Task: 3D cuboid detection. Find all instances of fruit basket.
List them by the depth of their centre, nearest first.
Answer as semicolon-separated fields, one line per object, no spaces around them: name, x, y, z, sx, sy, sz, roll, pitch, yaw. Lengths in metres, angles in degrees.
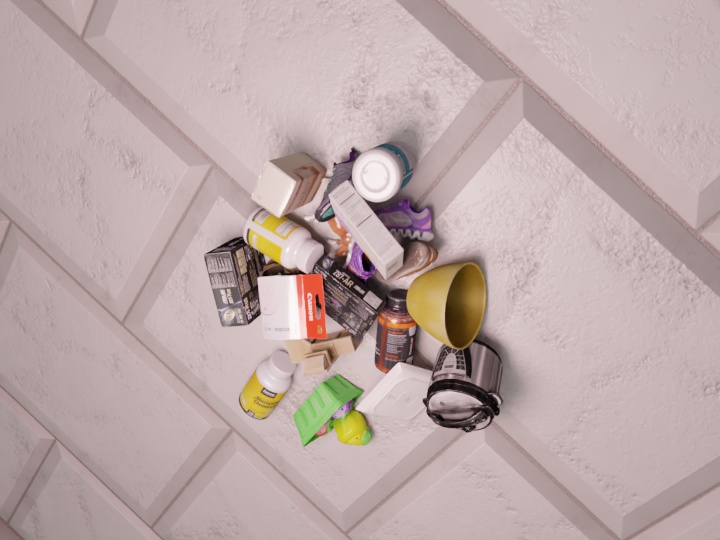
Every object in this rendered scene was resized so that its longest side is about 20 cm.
fruit basket;-0.064;0.427;1.487;0.211;0.154;0.222;4;98;31

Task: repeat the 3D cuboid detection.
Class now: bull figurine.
bull figurine;-0.066;-0.131;1.331;0.120;0.065;0.203;-27;96;28

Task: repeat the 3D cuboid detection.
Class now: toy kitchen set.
toy kitchen set;-0.127;0.160;1.396;0.196;0.163;0.184;-14;104;22

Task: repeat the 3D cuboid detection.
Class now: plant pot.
plant pot;0.194;0.073;1.260;0.140;0.198;0.205;9;113;40

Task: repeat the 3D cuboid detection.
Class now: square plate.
square plate;0.117;0.331;1.383;0.195;0.029;0.201;20;121;-34

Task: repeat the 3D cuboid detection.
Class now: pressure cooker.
pressure cooker;0.252;0.289;1.270;0.175;0.202;0.178;21;139;5

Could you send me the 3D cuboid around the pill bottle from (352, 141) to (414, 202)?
pill bottle;0.059;-0.227;1.179;0.108;0.200;0.114;6;109;16

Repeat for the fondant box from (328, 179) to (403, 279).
fondant box;0.015;-0.087;1.174;0.058;0.144;0.201;-36;77;-5

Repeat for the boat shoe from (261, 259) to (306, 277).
boat shoe;-0.177;0.003;1.410;0.195;0.072;0.077;-9;106;21

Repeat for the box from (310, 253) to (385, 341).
box;-0.046;0.072;1.337;0.199;0.044;0.161;38;145;7

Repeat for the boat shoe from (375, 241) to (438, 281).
boat shoe;0.110;-0.016;1.283;0.198;0.071;0.078;-16;76;52

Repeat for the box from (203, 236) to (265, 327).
box;-0.322;0.026;1.417;0.084;0.164;0.205;-4;108;19

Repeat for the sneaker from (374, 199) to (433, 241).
sneaker;0.087;-0.132;1.276;0.195;0.081;0.091;11;107;9

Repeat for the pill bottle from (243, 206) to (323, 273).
pill bottle;-0.195;-0.074;1.349;0.198;0.111;0.113;30;116;20

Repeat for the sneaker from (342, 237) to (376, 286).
sneaker;0.000;0.000;1.314;0.079;0.084;0.203;-12;135;-21

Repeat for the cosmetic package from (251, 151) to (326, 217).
cosmetic package;-0.166;-0.210;1.261;0.086;0.200;0.104;34;116;5

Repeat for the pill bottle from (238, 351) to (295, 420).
pill bottle;-0.269;0.334;1.532;0.111;0.112;0.201;37;116;3

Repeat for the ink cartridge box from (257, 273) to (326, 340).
ink cartridge box;-0.177;0.093;1.330;0.197;0.056;0.167;-3;93;44

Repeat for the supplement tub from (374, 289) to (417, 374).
supplement tub;0.093;0.157;1.351;0.104;0.107;0.205;10;110;15

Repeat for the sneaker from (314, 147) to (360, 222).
sneaker;-0.056;-0.205;1.264;0.087;0.075;0.200;40;73;12
